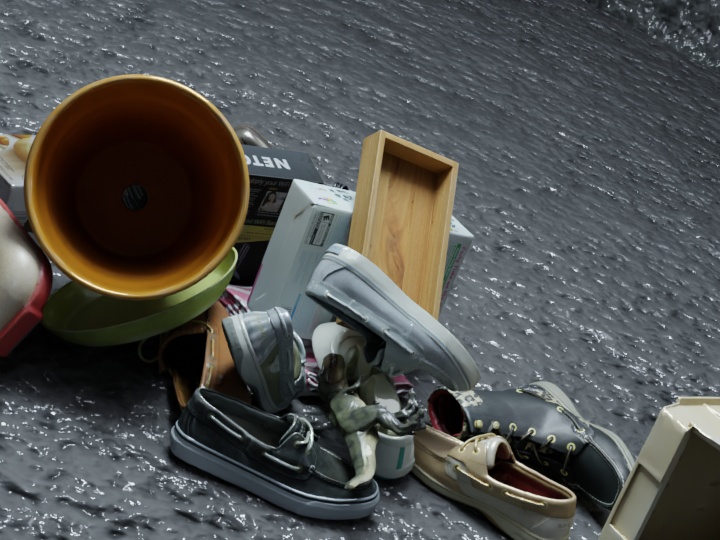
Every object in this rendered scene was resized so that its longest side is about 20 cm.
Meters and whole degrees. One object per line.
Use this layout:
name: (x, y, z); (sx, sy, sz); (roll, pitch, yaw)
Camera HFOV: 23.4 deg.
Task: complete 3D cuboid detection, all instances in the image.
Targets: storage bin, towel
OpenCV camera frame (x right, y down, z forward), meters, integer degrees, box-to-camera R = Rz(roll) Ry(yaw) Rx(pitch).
storage bin: (0.336, 0.225, 1.631); (0.198, 0.201, 0.094); (3, 29, -37)
towel: (-0.049, 0.069, 1.829); (0.146, 0.030, 0.200); (4, 30, -38)

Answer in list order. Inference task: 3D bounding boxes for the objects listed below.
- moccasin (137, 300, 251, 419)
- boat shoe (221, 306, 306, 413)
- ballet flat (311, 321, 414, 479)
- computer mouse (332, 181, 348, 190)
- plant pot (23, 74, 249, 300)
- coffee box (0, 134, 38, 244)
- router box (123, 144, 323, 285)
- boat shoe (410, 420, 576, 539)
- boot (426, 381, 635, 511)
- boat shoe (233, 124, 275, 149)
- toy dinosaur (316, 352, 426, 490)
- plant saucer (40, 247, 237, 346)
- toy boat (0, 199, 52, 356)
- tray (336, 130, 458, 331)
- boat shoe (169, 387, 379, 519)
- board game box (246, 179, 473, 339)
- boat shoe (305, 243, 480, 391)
moccasin: (-0.163, 0.077, 1.661); (0.078, 0.074, 0.202); (29, 27, -32)
boat shoe: (-0.078, 0.081, 1.630); (0.202, 0.065, 0.075); (65, 5, -68)
ballet flat: (0.009, 0.110, 1.694); (0.069, 0.070, 0.200); (6, 42, -33)
computer mouse: (-0.007, -0.032, 1.974); (0.141, 0.046, 0.200); (55, 18, -15)
plant pot: (-0.211, -0.072, 1.628); (0.199, 0.201, 0.183); (19, -4, -8)
coffee box: (-0.322, -0.085, 1.846); (0.199, 0.080, 0.114); (-3, 35, -45)
router box: (-0.160, -0.061, 1.837); (0.199, 0.157, 0.052); (5, 42, -36)
boat shoe: (0.123, 0.191, 1.673); (0.200, 0.069, 0.074); (30, 26, 21)
boot: (0.171, 0.178, 1.748); (0.153, 0.074, 0.204); (3, 26, -32)
boat shoe: (-0.104, -0.092, 1.941); (0.074, 0.200, 0.073); (-17, 44, 10)
toy dinosaur: (0.013, 0.138, 1.586); (0.088, 0.048, 0.200); (-13, 29, -4)
plant saucer: (-0.209, 0.026, 1.671); (0.199, 0.031, 0.200); (-15, 20, 6)
toy boat: (-0.344, 0.012, 1.609); (0.200, 0.131, 0.131); (45, 2, 40)
tray: (0.037, -0.029, 1.736); (0.098, 0.201, 0.037); (21, -23, -29)
boat shoe: (-0.070, 0.164, 1.558); (0.199, 0.071, 0.072); (20, 23, -10)
board game box: (0.000, 0.000, 1.808); (0.199, 0.148, 0.064); (11, 21, -32)
boat shoe: (0.027, 0.061, 1.649); (0.201, 0.072, 0.070); (42, -14, -19)
